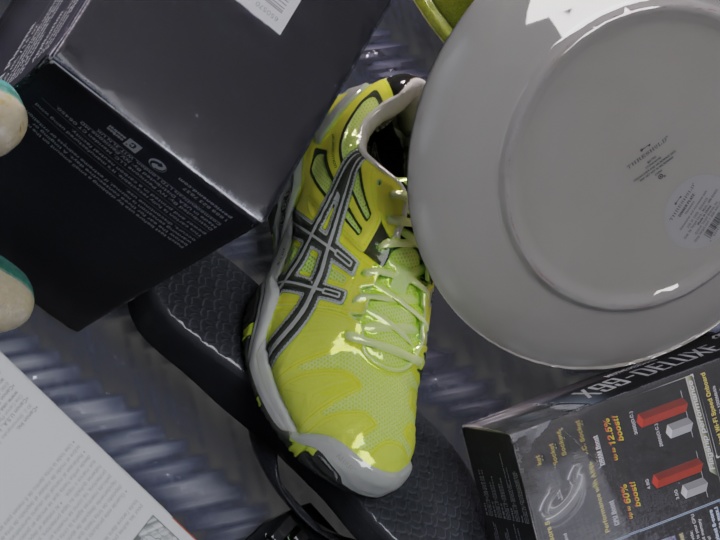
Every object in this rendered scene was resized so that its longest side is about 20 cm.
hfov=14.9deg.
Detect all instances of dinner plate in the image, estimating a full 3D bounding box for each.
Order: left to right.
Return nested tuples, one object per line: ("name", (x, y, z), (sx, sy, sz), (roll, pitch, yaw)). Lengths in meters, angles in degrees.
("dinner plate", (0.114, -0.049, 1.137), (0.199, 0.024, 0.201), (-9, 115, -20))

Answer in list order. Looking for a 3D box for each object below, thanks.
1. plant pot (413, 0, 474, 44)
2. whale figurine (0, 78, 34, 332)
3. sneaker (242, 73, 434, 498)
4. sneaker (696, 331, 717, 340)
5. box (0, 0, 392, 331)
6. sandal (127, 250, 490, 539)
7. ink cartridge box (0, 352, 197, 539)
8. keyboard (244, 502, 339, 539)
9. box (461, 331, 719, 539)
("plant pot", (0.147, -0.175, 1.205), (0.200, 0.193, 0.201), (24, 36, -19))
("whale figurine", (-0.196, -0.048, 1.026), (0.200, 0.159, 0.104), (56, 21, -45))
("sneaker", (0.000, 0.000, 1.154), (0.075, 0.076, 0.201), (21, 49, -32))
("sneaker", (0.195, 0.102, 1.280), (0.200, 0.074, 0.081), (31, 78, -16))
("box", (-0.073, -0.100, 1.109), (0.104, 0.182, 0.200), (38, 62, -16))
("sandal", (-0.021, 0.068, 1.175), (0.200, 0.043, 0.076), (45, 36, 0))
("ink cartridge box", (-0.119, 0.135, 1.091), (0.200, 0.050, 0.109), (45, 60, -10))
("keyboard", (0.000, 0.205, 1.160), (0.200, 0.021, 0.127), (49, 58, -8))
("box", (0.143, 0.139, 1.192), (0.157, 0.050, 0.201), (-19, 99, -24))
